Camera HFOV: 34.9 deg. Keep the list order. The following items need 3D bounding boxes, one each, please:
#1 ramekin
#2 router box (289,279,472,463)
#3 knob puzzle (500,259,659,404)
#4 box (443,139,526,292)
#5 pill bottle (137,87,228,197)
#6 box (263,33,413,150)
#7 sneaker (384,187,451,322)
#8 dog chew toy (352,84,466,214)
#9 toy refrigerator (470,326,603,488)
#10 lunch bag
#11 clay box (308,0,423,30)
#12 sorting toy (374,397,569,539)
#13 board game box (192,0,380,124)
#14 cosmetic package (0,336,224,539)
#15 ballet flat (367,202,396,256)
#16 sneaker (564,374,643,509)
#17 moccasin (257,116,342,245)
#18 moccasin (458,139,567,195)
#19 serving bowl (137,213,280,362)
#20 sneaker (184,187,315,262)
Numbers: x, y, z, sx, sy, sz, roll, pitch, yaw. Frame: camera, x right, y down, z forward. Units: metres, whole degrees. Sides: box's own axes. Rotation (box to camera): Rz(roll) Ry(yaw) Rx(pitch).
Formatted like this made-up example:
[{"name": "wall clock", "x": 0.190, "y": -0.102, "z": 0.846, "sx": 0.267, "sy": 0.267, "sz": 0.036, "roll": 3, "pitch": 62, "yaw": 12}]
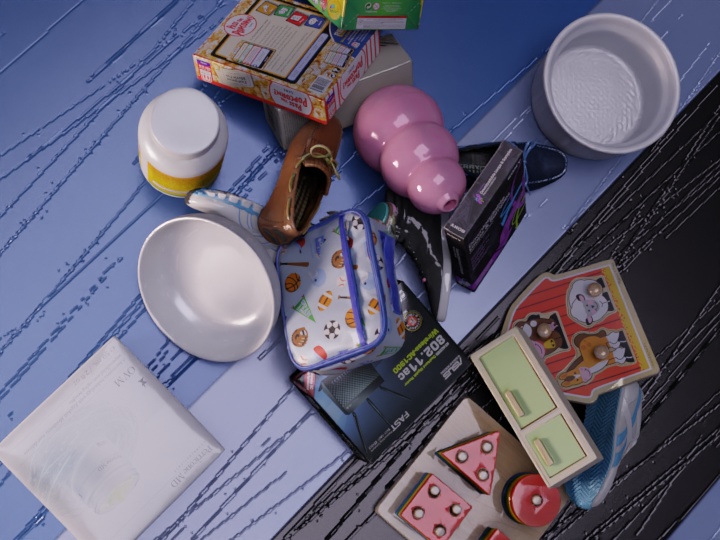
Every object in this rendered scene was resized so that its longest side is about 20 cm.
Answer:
[{"name": "ramekin", "x": 0.340, "y": -0.252, "z": 1.620, "sx": 0.200, "sy": 0.098, "sz": 0.201, "roll": 1, "pitch": 83, "yaw": -10}, {"name": "router box", "x": 0.027, "y": 0.133, "z": 1.520, "sx": 0.200, "sy": 0.062, "sz": 0.150, "roll": -43, "pitch": 99, "yaw": -12}, {"name": "knob puzzle", "x": 0.280, "y": 0.088, "z": 1.558, "sx": 0.219, "sy": 0.030, "sz": 0.220, "roll": -4, "pitch": 67, "yaw": 10}, {"name": "box", "x": 0.169, "y": -0.067, "z": 1.513, "sx": 0.036, "sy": 0.200, "sz": 0.143, "roll": 30, "pitch": 78, "yaw": 20}, {"name": "pill bottle", "x": -0.226, "y": -0.165, "z": 1.453, "sx": 0.112, "sy": 0.200, "sz": 0.113, "roll": 1, "pitch": 82, "yaw": -10}, {"name": "box", "x": -0.030, "y": -0.243, "z": 1.552, "sx": 0.200, "sy": 0.082, "sz": 0.068, "roll": -22, "pitch": 54, "yaw": -14}, {"name": "sneaker", "x": 0.073, "y": -0.028, "z": 1.561, "sx": 0.099, "sy": 0.071, "sz": 0.201, "roll": -3, "pitch": 85, "yaw": 0}, {"name": "dog chew toy", "x": 0.072, "y": -0.152, "z": 1.504, "sx": 0.124, "sy": 0.125, "sz": 0.200, "roll": -22, "pitch": 55, "yaw": -12}, {"name": "toy refrigerator", "x": 0.230, "y": 0.179, "z": 1.502, "sx": 0.076, "sy": 0.070, "sz": 0.200, "roll": -33, "pitch": 72, "yaw": 11}, {"name": "lunch bag", "x": -0.024, "y": 0.023, "z": 1.439, "sx": 0.160, "sy": 0.075, "sz": 0.201, "roll": -22, "pitch": 66, "yaw": 28}, {"name": "clay box", "x": -0.011, "y": -0.378, "z": 1.544, "sx": 0.115, "sy": 0.200, "sz": 0.048, "roll": -5, "pitch": 122, "yaw": -23}, {"name": "sorting toy", "x": 0.160, "y": 0.307, "z": 1.524, "sx": 0.200, "sy": 0.070, "sz": 0.199, "roll": 41, "pitch": 77, "yaw": -2}, {"name": "board game box", "x": -0.096, "y": -0.287, "z": 1.511, "sx": 0.200, "sy": 0.046, "sz": 0.152, "roll": 22, "pitch": 58, "yaw": 19}, {"name": "cosmetic package", "x": -0.309, "y": 0.224, "z": 1.426, "sx": 0.200, "sy": 0.123, "sz": 0.199, "roll": 46, "pitch": 77, "yaw": -3}, {"name": "ballet flat", "x": 0.000, "y": 0.000, "z": 1.524, "sx": 0.071, "sy": 0.069, "sz": 0.200, "roll": 31, "pitch": 104, "yaw": -26}, {"name": "sneaker", "x": 0.338, "y": 0.231, "z": 1.553, "sx": 0.081, "sy": 0.076, "sz": 0.200, "roll": 35, "pitch": 68, "yaw": -37}, {"name": "moccasin", "x": -0.065, "y": -0.122, "z": 1.469, "sx": 0.074, "sy": 0.078, "sz": 0.202, "roll": 54, "pitch": 46, "yaw": -31}, {"name": "moccasin", "x": 0.198, "y": -0.142, "z": 1.593, "sx": 0.199, "sy": 0.068, "sz": 0.081, "roll": -7, "pitch": 83, "yaw": -11}, {"name": "serving bowl", "x": -0.184, "y": 0.014, "z": 1.468, "sx": 0.200, "sy": 0.200, "sz": 0.066, "roll": 49, "pitch": 34, "yaw": -1}, {"name": "sneaker", "x": -0.144, "y": -0.047, "z": 1.500, "sx": 0.200, "sy": 0.075, "sz": 0.087, "roll": 21, "pitch": 91, "yaw": -28}]
